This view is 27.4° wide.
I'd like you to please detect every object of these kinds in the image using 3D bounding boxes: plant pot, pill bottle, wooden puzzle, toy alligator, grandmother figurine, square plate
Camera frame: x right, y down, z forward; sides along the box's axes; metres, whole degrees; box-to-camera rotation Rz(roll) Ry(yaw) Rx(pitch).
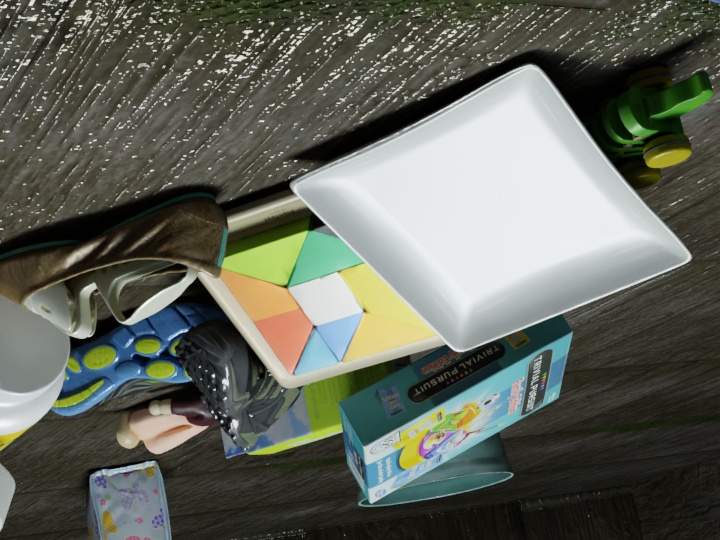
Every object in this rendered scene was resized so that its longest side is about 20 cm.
[{"bbox_3d":[0.083,0.211,1.867,0.198,0.135,0.200,-9,165,-3],"label":"plant pot"},{"bbox_3d":[-0.298,0.083,1.165,0.110,0.112,0.200,-2,162,-30],"label":"pill bottle"},{"bbox_3d":[-0.021,0.014,1.095,0.184,0.037,0.200,-17,133,23],"label":"wooden puzzle"},{"bbox_3d":[0.166,-0.082,0.984,0.054,0.060,0.200,-5,164,-19],"label":"toy alligator"},{"bbox_3d":[-0.176,0.157,1.637,0.199,0.061,0.121,-20,171,40],"label":"grandmother figurine"},{"bbox_3d":[0.088,-0.039,0.989,0.197,0.029,0.200,-24,128,31],"label":"square plate"}]

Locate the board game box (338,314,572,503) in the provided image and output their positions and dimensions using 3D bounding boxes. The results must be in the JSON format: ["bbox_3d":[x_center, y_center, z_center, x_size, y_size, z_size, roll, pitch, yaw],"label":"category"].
[{"bbox_3d":[0.081,0.111,1.265,0.199,0.047,0.151,-28,156,-10],"label":"board game box"}]

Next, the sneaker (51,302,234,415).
[{"bbox_3d":[-0.192,0.071,1.315,0.198,0.071,0.083,-20,-174,20],"label":"sneaker"}]

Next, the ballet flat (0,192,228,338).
[{"bbox_3d":[-0.179,0.006,1.039,0.198,0.073,0.068,-15,165,18],"label":"ballet flat"}]

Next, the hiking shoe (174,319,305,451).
[{"bbox_3d":[-0.091,0.076,1.238,0.100,0.076,0.200,-39,161,-14],"label":"hiking shoe"}]

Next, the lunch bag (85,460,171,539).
[{"bbox_3d":[-0.319,0.386,2.098,0.126,0.202,0.170,-7,164,-13],"label":"lunch bag"}]

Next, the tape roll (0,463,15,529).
[{"bbox_3d":[-0.367,0.154,1.138,0.201,0.037,0.203,11,153,5],"label":"tape roll"}]

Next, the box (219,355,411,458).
[{"bbox_3d":[-0.047,0.093,1.358,0.199,0.123,0.047,-21,163,33],"label":"box"}]

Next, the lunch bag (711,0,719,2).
[{"bbox_3d":[0.233,-0.186,0.628,0.159,0.076,0.200,-10,164,-14],"label":"lunch bag"}]
